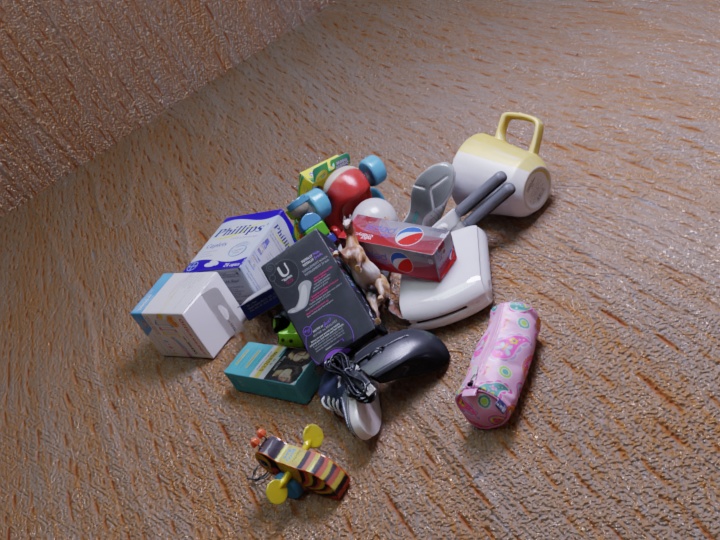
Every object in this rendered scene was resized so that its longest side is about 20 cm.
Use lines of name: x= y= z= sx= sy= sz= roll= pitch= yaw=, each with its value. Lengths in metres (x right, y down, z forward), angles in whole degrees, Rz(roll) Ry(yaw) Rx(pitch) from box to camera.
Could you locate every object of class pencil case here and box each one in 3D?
pencil case: x=0.203 y=0.135 z=1.278 sx=0.087 sy=0.088 sz=0.201 roll=-6 pitch=37 yaw=36

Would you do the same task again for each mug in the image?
mug: x=0.269 y=-0.185 z=1.620 sx=0.149 sy=0.188 sz=0.152 roll=-24 pitch=31 yaw=-35

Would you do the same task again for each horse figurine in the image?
horse figurine: x=0.012 y=0.012 z=1.451 sx=0.050 sy=0.201 sz=0.133 roll=-33 pitch=10 yaw=12

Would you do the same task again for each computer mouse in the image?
computer mouse: x=0.053 y=0.134 z=1.371 sx=0.198 sy=0.053 sz=0.138 roll=-14 pitch=27 yaw=-25

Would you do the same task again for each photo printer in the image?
photo printer: x=0.147 y=0.018 z=1.519 sx=0.165 sy=0.070 sz=0.201 roll=-20 pitch=31 yaw=18

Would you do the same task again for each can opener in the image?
can opener: x=0.201 y=-0.106 z=1.589 sx=0.200 sy=0.053 sz=0.066 roll=-43 pitch=-11 yaw=34

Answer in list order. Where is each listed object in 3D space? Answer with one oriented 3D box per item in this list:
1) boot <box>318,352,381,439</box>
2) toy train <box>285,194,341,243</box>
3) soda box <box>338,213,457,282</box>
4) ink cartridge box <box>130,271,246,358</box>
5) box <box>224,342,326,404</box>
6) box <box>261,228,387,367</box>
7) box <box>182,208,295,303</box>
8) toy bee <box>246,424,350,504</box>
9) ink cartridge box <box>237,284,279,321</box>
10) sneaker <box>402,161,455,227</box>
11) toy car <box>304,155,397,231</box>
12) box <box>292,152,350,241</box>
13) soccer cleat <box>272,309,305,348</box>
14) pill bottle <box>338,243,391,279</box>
boot: x=-0.021 y=0.213 z=1.392 sx=0.090 sy=0.073 sz=0.200 roll=-30 pitch=21 yaw=16
toy train: x=-0.109 y=-0.082 z=1.722 sx=0.084 sy=0.116 sz=0.200 roll=-33 pitch=4 yaw=-11
soda box: x=0.063 y=-0.040 z=1.510 sx=0.198 sy=0.064 sz=0.070 roll=12 pitch=48 yaw=35
ink cartridge box: x=-0.347 y=0.091 z=1.799 sx=0.199 sy=0.129 sz=0.126 roll=-2 pitch=40 yaw=41
box: x=-0.151 y=0.181 z=1.565 sx=0.199 sy=0.049 sz=0.082 roll=2 pitch=43 yaw=44
box: x=-0.060 y=0.052 z=1.479 sx=0.122 sy=0.201 sz=0.106 roll=-33 pitch=-15 yaw=7
box: x=-0.258 y=-0.027 z=1.923 sx=0.182 sy=0.105 sz=0.201 roll=-5 pitch=38 yaw=36
toy bee: x=-0.118 y=0.291 z=1.311 sx=0.198 sy=0.109 sz=0.132 roll=-16 pitch=34 yaw=24
ink cartridge box: x=-0.142 y=0.032 z=1.718 sx=0.196 sy=0.047 sz=0.200 roll=-30 pitch=7 yaw=-1
sneaker: x=0.129 y=-0.124 z=1.659 sx=0.070 sy=0.201 sz=0.080 roll=36 pitch=34 yaw=16
toy car: x=0.013 y=-0.099 z=1.777 sx=0.184 sy=0.178 sz=0.200 roll=-32 pitch=56 yaw=-24
box: x=-0.082 y=-0.156 z=1.843 sx=0.048 sy=0.201 sz=0.117 roll=37 pitch=47 yaw=25
soccer cleat: x=-0.123 y=0.087 z=1.630 sx=0.080 sy=0.068 sz=0.200 roll=1 pitch=19 yaw=-5
pill bottle: x=0.000 y=0.000 z=1.636 sx=0.113 sy=0.115 sz=0.201 roll=-12 pitch=35 yaw=29
